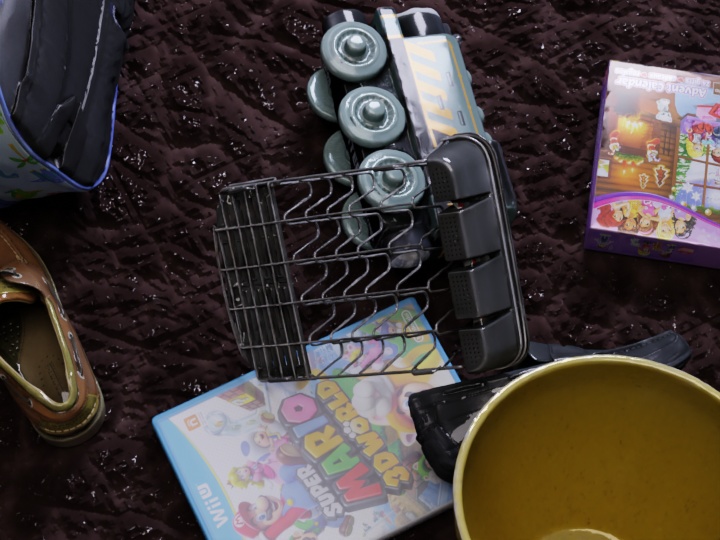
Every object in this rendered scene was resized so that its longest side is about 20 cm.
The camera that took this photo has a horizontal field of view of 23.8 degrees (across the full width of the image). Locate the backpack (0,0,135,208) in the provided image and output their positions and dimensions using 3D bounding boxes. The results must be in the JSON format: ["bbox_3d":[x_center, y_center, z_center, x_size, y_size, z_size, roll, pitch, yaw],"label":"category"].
[{"bbox_3d":[-0.247,-0.148,1.170,0.147,0.183,0.201,-10,65,20],"label":"backpack"}]

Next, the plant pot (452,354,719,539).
[{"bbox_3d":[0.148,0.173,1.045,0.199,0.142,0.200,2,54,-3],"label":"plant pot"}]

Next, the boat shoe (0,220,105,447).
[{"bbox_3d":[-0.235,0.024,1.153,0.072,0.068,0.200,-35,71,-13],"label":"boat shoe"}]

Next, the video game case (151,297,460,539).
[{"bbox_3d":[-0.020,0.119,1.142,0.200,0.018,0.143,-25,70,-10],"label":"video game case"}]

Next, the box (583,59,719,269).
[{"bbox_3d":[0.266,-0.069,1.213,0.199,0.039,0.137,8,68,3],"label":"box"}]

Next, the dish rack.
[{"bbox_3d":[0.000,0.000,1.106,0.200,0.055,0.154,-6,98,30],"label":"dish rack"}]

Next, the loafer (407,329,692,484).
[{"bbox_3d":[0.127,0.075,1.127,0.200,0.068,0.071,-20,71,-18],"label":"loafer"}]

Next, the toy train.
[{"bbox_3d":[0.034,-0.097,1.197,0.114,0.085,0.200,-8,65,-17],"label":"toy train"}]
